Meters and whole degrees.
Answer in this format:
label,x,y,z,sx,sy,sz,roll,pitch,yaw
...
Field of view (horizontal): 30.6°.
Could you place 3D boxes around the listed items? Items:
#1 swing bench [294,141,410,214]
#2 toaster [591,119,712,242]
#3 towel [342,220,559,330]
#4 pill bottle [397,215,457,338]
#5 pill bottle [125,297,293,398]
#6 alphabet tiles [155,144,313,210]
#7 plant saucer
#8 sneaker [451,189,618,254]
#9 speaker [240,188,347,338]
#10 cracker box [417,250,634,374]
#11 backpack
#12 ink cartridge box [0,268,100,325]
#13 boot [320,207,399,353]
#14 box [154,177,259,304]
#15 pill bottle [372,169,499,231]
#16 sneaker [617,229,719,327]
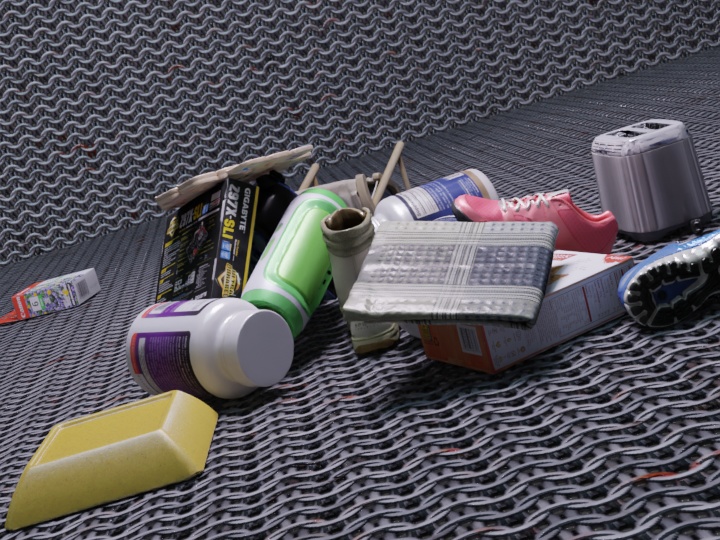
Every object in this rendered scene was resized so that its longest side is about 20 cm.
label,x,y,z,sx,sy,sz,roll,pitch,yaw
swing bench,-0.027,-0.117,2.295,0.197,0.131,0.200,-10,18,29
toaster,0.365,-0.115,1.661,0.112,0.131,0.200,-18,11,-5
towel,0.093,0.005,1.329,0.197,0.035,0.193,2,32,15
pill bottle,0.102,0.000,1.525,0.110,0.112,0.200,-13,11,19
pill bottle,-0.168,0.089,1.485,0.111,0.113,0.199,-25,14,-41
alphabet tiles,-0.158,-0.119,1.653,0.199,0.015,0.195,-20,-1,-43
plant saucer,-0.251,0.179,1.324,0.197,0.049,0.200,-17,11,2
sneaker,0.202,-0.062,1.504,0.198,0.088,0.074,18,23,-7
speaker,-0.077,-0.007,1.578,0.088,0.089,0.201,-10,38,32
cracker box,0.174,0.038,1.363,0.198,0.058,0.134,-21,13,-25
backpack,-0.125,-0.017,1.747,0.148,0.182,0.199,-59,21,-19
ink cartridge box,-0.610,0.052,2.516,0.197,0.051,0.109,-13,11,14
boot,0.000,0.000,1.556,0.071,0.157,0.200,-15,11,3
box,-0.197,-0.011,1.646,0.049,0.162,0.199,17,-20,-27
pill bottle,0.087,-0.058,1.799,0.198,0.112,0.111,-20,11,-19
sneaker,0.342,-0.009,1.297,0.197,0.080,0.089,-18,13,-5
